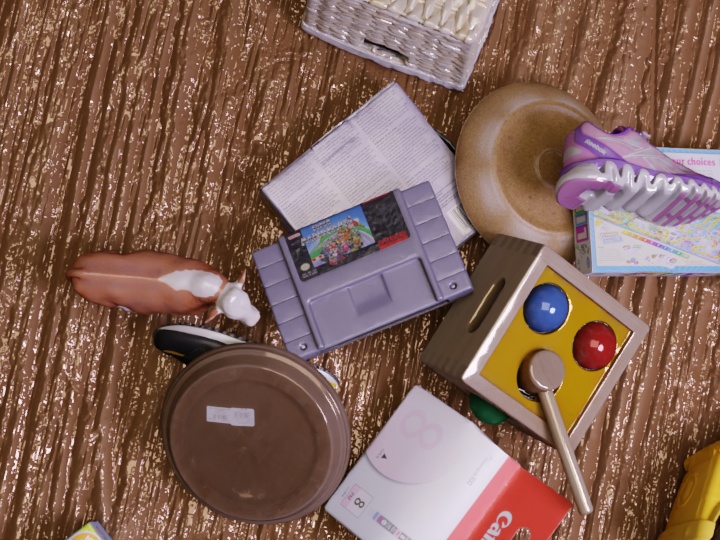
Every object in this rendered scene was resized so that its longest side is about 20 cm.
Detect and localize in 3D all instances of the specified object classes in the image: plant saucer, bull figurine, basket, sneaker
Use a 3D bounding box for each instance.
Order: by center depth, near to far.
[{"bbox_3d":[-0.109,0.171,1.386,0.199,0.029,0.201,3,107,10],"label":"plant saucer"},{"bbox_3d":[0.286,-0.103,1.393,0.199,0.080,0.089,10,61,-23],"label":"sneaker"},{"bbox_3d":[-0.197,0.017,1.397,0.199,0.121,0.065,11,83,-2],"label":"bull figurine"},{"bbox_3d":[-0.127,0.118,1.414,0.199,0.070,0.090,18,79,-3],"label":"sneaker"},{"bbox_3d":[0.060,-0.328,1.440,0.197,0.161,0.201,21,80,0],"label":"basket"},{"bbox_3d":[0.197,-0.106,1.451,0.199,0.035,0.201,3,81,-21],"label":"plant saucer"}]

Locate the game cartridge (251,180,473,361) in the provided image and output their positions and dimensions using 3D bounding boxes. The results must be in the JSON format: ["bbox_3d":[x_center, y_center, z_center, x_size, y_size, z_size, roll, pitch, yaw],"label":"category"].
[{"bbox_3d":[0.000,0.000,1.392,0.199,0.038,0.130,-22,78,2],"label":"game cartridge"}]

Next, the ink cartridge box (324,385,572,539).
[{"bbox_3d":[0.086,0.236,1.384,0.200,0.057,0.163,33,80,33],"label":"ink cartridge box"}]

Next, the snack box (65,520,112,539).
[{"bbox_3d":[-0.298,0.378,1.372,0.200,0.068,0.169,-38,86,-9],"label":"snack box"}]

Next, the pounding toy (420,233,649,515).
[{"bbox_3d":[0.183,0.102,1.379,0.184,0.142,0.200,35,84,-23],"label":"pounding toy"}]

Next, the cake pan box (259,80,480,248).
[{"bbox_3d":[0.023,-0.074,1.459,0.200,0.052,0.184,-40,89,-7],"label":"cake pan box"}]

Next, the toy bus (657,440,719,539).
[{"bbox_3d":[0.425,0.245,1.414,0.199,0.136,0.193,22,66,-3],"label":"toy bus"}]

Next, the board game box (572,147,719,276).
[{"bbox_3d":[0.320,-0.062,1.455,0.199,0.034,0.135,1,83,-21],"label":"board game box"}]
